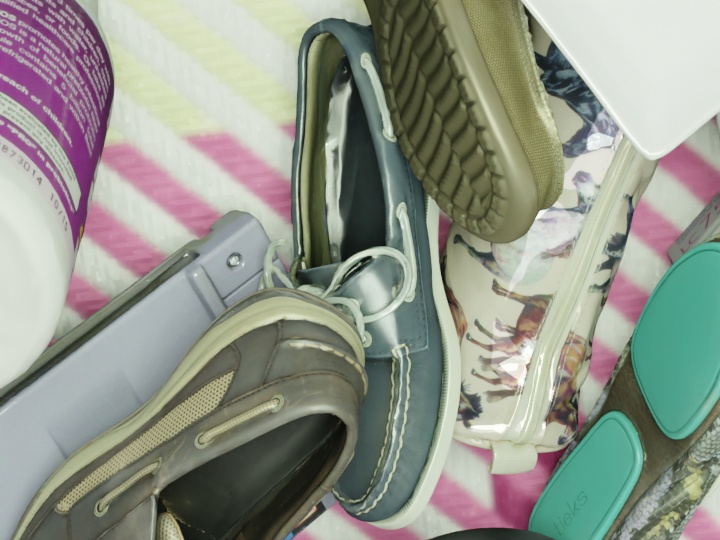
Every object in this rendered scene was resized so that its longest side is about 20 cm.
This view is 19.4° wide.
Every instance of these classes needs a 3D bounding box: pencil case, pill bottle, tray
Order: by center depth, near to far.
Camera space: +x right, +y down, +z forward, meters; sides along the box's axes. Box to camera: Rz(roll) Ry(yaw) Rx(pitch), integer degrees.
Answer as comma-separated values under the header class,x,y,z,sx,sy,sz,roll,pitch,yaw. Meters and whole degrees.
class,x,y,z,sx,sy,sz,roll,pitch,yaw
tray,0.144,-0.140,0.744,0.200,0.022,0.108,-39,90,-4
pill bottle,-0.149,-0.052,0.776,0.111,0.201,0.113,1,126,2
pencil case,0.079,-0.022,0.850,0.077,0.089,0.201,15,104,-17

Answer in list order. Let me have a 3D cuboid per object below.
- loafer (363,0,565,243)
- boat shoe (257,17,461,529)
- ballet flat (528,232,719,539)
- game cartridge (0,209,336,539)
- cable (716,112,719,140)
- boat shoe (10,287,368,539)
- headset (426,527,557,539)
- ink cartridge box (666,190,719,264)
class,x,y,z,sx,sy,sz,roll,pitch,yaw
loafer,0.040,-0.107,0.803,0.067,0.076,0.201,-11,70,-22
boat shoe,0.000,0.000,0.832,0.062,0.075,0.202,10,82,-46
ballet flat,0.133,0.057,0.856,0.072,0.072,0.201,21,132,-6
game cartridge,-0.092,0.085,0.850,0.200,0.038,0.130,-38,113,-18
cable,0.229,-0.055,0.805,0.200,0.069,0.200,47,58,-3
boat shoe,-0.071,0.095,0.773,0.074,0.073,0.200,29,111,-24
headset,0.011,0.170,0.891,0.199,0.094,0.124,-31,128,10
ink cartridge box,0.241,0.014,0.886,0.200,0.042,0.119,40,101,-6
